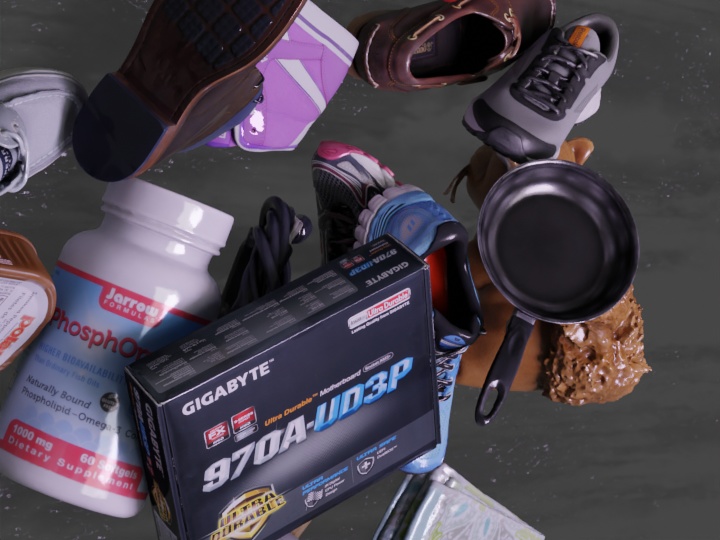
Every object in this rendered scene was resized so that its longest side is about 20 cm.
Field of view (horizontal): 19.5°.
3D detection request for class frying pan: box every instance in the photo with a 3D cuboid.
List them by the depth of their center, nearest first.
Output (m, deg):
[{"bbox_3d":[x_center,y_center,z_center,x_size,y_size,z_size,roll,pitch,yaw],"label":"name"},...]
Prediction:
[{"bbox_3d":[0.130,0.018,1.398,0.114,0.031,0.191,6,73,-13],"label":"frying pan"}]

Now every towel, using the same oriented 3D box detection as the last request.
[{"bbox_3d":[0.058,0.267,1.665,0.171,0.048,0.201,36,79,-45],"label":"towel"}]

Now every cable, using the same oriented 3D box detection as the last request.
[{"bbox_3d":[-0.078,0.051,1.380,0.051,0.163,0.201,22,89,-5],"label":"cable"}]

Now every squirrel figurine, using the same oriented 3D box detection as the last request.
[{"bbox_3d":[0.139,-0.005,1.535,0.141,0.200,0.188,-2,104,-37],"label":"squirrel figurine"}]

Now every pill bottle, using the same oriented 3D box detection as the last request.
[{"bbox_3d":[-0.153,0.045,1.321,0.109,0.109,0.201,21,89,-47],"label":"pill bottle"}]

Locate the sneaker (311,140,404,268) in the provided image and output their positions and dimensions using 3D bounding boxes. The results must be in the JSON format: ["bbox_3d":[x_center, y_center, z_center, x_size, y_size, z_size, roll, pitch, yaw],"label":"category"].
[{"bbox_3d":[0.000,0.000,1.481,0.075,0.080,0.201,-34,127,-30],"label":"sneaker"}]

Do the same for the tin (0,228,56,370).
[{"bbox_3d":[-0.259,0.021,1.210,0.112,0.042,0.200,-43,154,20],"label":"tin"}]

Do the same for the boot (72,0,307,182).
[{"bbox_3d":[-0.088,-0.136,1.280,0.200,0.075,0.097,-42,172,17],"label":"boot"}]

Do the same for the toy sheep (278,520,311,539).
[{"bbox_3d":[-0.080,0.232,1.453,0.200,0.138,0.138,3,103,-51],"label":"toy sheep"}]

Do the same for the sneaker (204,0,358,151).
[{"bbox_3d":[-0.085,-0.140,1.350,0.200,0.073,0.115,33,85,-46],"label":"sneaker"}]

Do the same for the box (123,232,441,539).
[{"bbox_3d":[-0.043,0.087,1.311,0.200,0.046,0.159,-27,134,-24],"label":"box"}]

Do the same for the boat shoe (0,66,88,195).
[{"bbox_3d":[-0.230,-0.062,1.229,0.200,0.071,0.070,-27,123,-35],"label":"boat shoe"}]

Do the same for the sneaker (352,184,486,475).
[{"bbox_3d":[0.039,0.048,1.414,0.078,0.090,0.201,-13,112,-31],"label":"sneaker"}]

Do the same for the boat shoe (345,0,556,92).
[{"bbox_3d":[0.078,-0.165,1.506,0.200,0.070,0.071,-23,116,-40],"label":"boat shoe"}]

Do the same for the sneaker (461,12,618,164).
[{"bbox_3d":[0.133,-0.133,1.501,0.080,0.074,0.200,-62,172,32],"label":"sneaker"}]

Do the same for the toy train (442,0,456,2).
[{"bbox_3d":[0.096,-0.284,1.486,0.116,0.084,0.200,61,37,-21],"label":"toy train"}]
